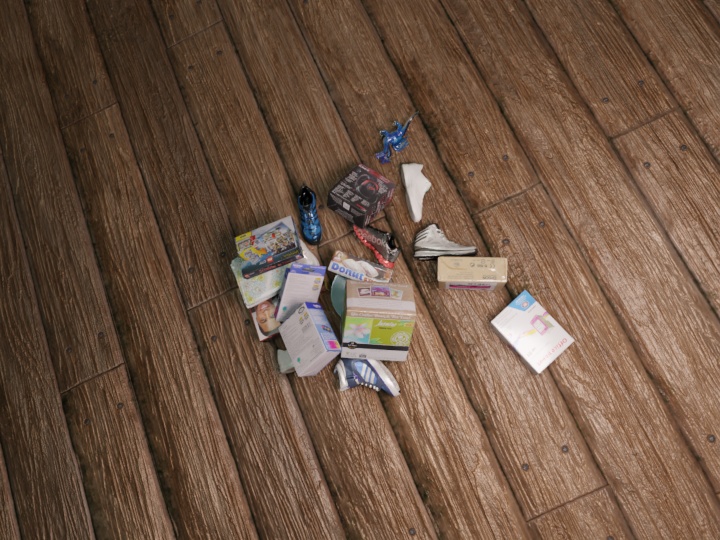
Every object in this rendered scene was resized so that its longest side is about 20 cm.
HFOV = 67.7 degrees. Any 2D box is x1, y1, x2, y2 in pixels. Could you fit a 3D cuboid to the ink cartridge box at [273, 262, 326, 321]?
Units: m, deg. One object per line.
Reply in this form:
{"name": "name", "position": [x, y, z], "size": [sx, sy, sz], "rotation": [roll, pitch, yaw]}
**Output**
{"name": "ink cartridge box", "position": [-0.185, 0.065, 1.640], "size": [0.118, 0.042, 0.203], "rotation": [6, 116, -27]}

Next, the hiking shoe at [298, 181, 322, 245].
{"name": "hiking shoe", "position": [-0.174, -0.181, 1.759], "size": [0.073, 0.087, 0.203], "rotation": [-14, 75, 5]}

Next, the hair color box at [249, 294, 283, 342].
{"name": "hair color box", "position": [-0.300, 0.116, 1.724], "size": [0.100, 0.061, 0.203], "rotation": [-23, 75, 3]}

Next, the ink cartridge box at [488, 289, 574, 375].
{"name": "ink cartridge box", "position": [0.497, 0.182, 1.568], "size": [0.144, 0.085, 0.200], "rotation": [-41, 75, -2]}

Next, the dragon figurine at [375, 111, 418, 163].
{"name": "dragon figurine", "position": [0.127, -0.437, 1.785], "size": [0.198, 0.059, 0.100], "rotation": [-31, 74, 2]}

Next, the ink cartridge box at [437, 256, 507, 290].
{"name": "ink cartridge box", "position": [0.328, 0.011, 1.593], "size": [0.196, 0.165, 0.076], "rotation": [1, 79, 10]}

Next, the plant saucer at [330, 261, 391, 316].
{"name": "plant saucer", "position": [0.006, 0.072, 1.697], "size": [0.197, 0.039, 0.205], "rotation": [-2, 77, 9]}

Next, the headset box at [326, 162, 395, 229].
{"name": "headset box", "position": [0.008, -0.247, 1.719], "size": [0.147, 0.076, 0.200], "rotation": [32, 54, 14]}

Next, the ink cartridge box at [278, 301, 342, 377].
{"name": "ink cartridge box", "position": [-0.155, 0.187, 1.571], "size": [0.136, 0.076, 0.202], "rotation": [-43, 61, 25]}

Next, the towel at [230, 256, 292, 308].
{"name": "towel", "position": [-0.301, 0.004, 1.694], "size": [0.198, 0.048, 0.173], "rotation": [-27, 68, 3]}

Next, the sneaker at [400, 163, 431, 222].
{"name": "sneaker", "position": [0.188, -0.257, 1.732], "size": [0.087, 0.075, 0.203], "rotation": [-7, 74, -5]}

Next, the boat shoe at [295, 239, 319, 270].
{"name": "boat shoe", "position": [-0.205, -0.066, 1.748], "size": [0.072, 0.066, 0.201], "rotation": [-35, 74, -1]}

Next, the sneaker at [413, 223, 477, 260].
{"name": "sneaker", "position": [0.265, -0.094, 1.674], "size": [0.197, 0.076, 0.117], "rotation": [-1, 79, 12]}

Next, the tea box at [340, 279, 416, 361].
{"name": "tea box", "position": [0.045, 0.146, 1.554], "size": [0.196, 0.199, 0.135], "rotation": [3, 39, -5]}

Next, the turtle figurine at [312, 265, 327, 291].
{"name": "turtle figurine", "position": [-0.194, 0.046, 1.705], "size": [0.159, 0.064, 0.203], "rotation": [-24, 85, 8]}

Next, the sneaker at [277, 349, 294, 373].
{"name": "sneaker", "position": [-0.169, 0.243, 1.661], "size": [0.197, 0.075, 0.090], "rotation": [-22, 71, 6]}

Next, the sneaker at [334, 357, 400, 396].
{"name": "sneaker", "position": [0.010, 0.334, 1.620], "size": [0.146, 0.081, 0.201], "rotation": [-42, 77, 6]}

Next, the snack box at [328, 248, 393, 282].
{"name": "snack box", "position": [0.000, 0.000, 1.677], "size": [0.197, 0.024, 0.073], "rotation": [21, 89, 14]}

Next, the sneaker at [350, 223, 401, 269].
{"name": "sneaker", "position": [0.054, -0.103, 1.701], "size": [0.201, 0.071, 0.098], "rotation": [48, 116, 14]}

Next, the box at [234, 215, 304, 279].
{"name": "box", "position": [-0.286, -0.071, 1.670], "size": [0.197, 0.038, 0.138], "rotation": [-20, 67, 5]}
